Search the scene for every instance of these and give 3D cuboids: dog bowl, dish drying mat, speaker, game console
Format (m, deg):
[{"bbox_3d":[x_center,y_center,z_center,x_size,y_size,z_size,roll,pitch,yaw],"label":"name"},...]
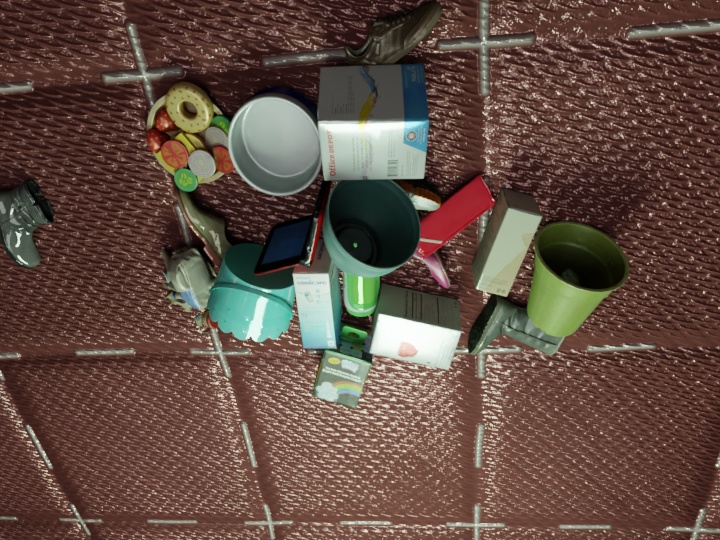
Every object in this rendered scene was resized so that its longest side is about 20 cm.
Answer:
[{"bbox_3d":[-0.165,-0.262,1.145,0.192,0.080,0.206,3,123,5],"label":"dog bowl"},{"bbox_3d":[0.193,-0.111,1.199,0.198,0.018,0.077,-37,109,5],"label":"dish drying mat"},{"bbox_3d":[0.000,0.000,1.286,0.085,0.089,0.206,2,122,5],"label":"speaker"},{"bbox_3d":[-0.136,-0.101,1.168,0.115,0.202,0.177,13,123,-4],"label":"game console"}]

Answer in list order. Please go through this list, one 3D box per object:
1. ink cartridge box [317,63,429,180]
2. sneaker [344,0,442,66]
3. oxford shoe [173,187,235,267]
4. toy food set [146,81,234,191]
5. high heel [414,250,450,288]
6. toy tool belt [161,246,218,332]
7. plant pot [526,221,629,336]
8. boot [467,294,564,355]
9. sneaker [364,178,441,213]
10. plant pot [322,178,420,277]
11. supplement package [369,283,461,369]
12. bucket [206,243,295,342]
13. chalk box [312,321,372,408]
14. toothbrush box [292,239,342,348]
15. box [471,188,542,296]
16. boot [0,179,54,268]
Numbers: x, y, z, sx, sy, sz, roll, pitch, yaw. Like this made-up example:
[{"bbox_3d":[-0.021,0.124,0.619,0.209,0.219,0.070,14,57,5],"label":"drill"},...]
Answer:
[{"bbox_3d":[0.022,-0.272,1.046,0.192,0.150,0.148,-1,148,1],"label":"ink cartridge box"},{"bbox_3d":[0.056,-0.427,1.022,0.198,0.072,0.075,-35,120,25],"label":"sneaker"},{"bbox_3d":[-0.348,-0.109,1.279,0.074,0.071,0.203,-31,116,-5],"label":"oxford shoe"},{"bbox_3d":[-0.352,-0.272,1.177,0.197,0.049,0.199,-31,114,22],"label":"toy food set"},{"bbox_3d":[0.123,-0.030,1.259,0.094,0.068,0.203,-30,110,11],"label":"high heel"},{"bbox_3d":[-0.407,0.042,1.352,0.120,0.125,0.205,7,125,39],"label":"toy tool belt"},{"bbox_3d":[0.441,0.035,1.217,0.192,0.204,0.194,8,135,0],"label":"plant pot"},{"bbox_3d":[0.376,0.158,1.362,0.194,0.074,0.185,19,124,-14],"label":"boot"},{"bbox_3d":[0.073,-0.154,1.199,0.193,0.077,0.094,16,131,5],"label":"sneaker"},{"bbox_3d":[0.006,-0.071,1.126,0.195,0.205,0.134,25,150,-10],"label":"plant pot"},{"bbox_3d":[0.128,0.132,1.332,0.193,0.121,0.124,12,124,-1],"label":"supplement package"},{"bbox_3d":[-0.238,0.045,1.276,0.201,0.209,0.138,18,119,-6],"label":"bucket"},{"bbox_3d":[-0.035,0.214,1.400,0.121,0.125,0.205,16,121,-4],"label":"chalk box"},{"bbox_3d":[-0.093,0.052,1.292,0.082,0.148,0.206,0,123,5],"label":"toothbrush box"},{"bbox_3d":[0.309,-0.059,1.213,0.075,0.096,0.205,13,124,-4],"label":"box"},{"bbox_3d":[-0.773,-0.101,1.319,0.127,0.071,0.205,-11,124,6],"label":"boot"}]
